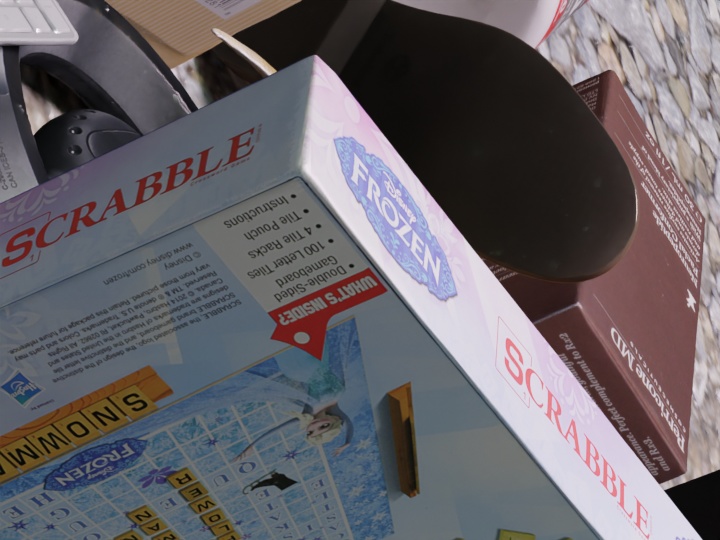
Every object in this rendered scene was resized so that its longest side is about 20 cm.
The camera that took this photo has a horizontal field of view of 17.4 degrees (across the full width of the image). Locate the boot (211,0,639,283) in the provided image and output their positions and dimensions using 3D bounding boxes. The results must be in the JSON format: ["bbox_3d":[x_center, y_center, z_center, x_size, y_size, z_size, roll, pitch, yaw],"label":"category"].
[{"bbox_3d":[0.031,-0.052,0.879,0.200,0.074,0.075,36,-8,31],"label":"boot"}]

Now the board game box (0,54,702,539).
[{"bbox_3d":[-0.038,0.065,0.566,0.200,0.199,0.041,51,30,-33],"label":"board game box"}]

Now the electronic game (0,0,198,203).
[{"bbox_3d":[-0.079,-0.012,0.742,0.200,0.041,0.201,54,19,-28],"label":"electronic game"}]

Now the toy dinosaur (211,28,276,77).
[{"bbox_3d":[0.000,0.000,0.829,0.101,0.058,0.201,-129,-158,-77],"label":"toy dinosaur"}]

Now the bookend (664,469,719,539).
[{"bbox_3d":[0.147,0.172,0.853,0.092,0.199,0.199,50,28,-31],"label":"bookend"}]

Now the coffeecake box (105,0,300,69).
[{"bbox_3d":[-0.100,-0.195,0.826,0.153,0.073,0.201,28,44,-53],"label":"coffeecake box"}]

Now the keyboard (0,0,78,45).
[{"bbox_3d":[-0.155,-0.082,0.628,0.056,0.011,0.199,51,30,20],"label":"keyboard"}]

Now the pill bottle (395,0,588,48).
[{"bbox_3d":[0.058,-0.157,1.066,0.114,0.113,0.200,63,25,-8],"label":"pill bottle"}]

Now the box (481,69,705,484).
[{"bbox_3d":[0.100,0.006,1.060,0.100,0.075,0.201,55,28,-25],"label":"box"}]
